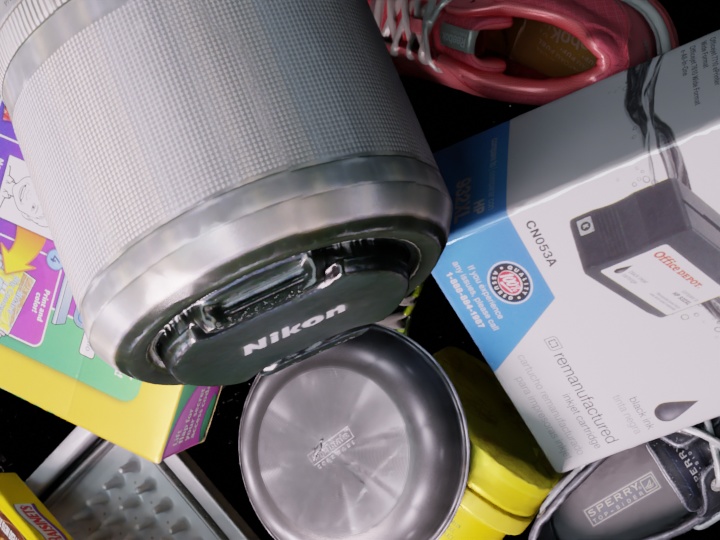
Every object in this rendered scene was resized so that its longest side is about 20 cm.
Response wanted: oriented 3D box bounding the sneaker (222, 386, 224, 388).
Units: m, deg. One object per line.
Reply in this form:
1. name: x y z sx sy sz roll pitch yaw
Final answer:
1. sneaker: -0.044 -0.022 1.067 0.088 0.077 0.201 16 112 4

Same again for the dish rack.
1. dish rack: -0.133 0.186 1.158 0.172 0.043 0.200 49 115 10

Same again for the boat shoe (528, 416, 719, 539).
1. boat shoe: 0.162 0.086 0.989 0.200 0.068 0.072 -34 86 26

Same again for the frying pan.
1. frying pan: -0.013 0.043 0.926 0.114 0.031 0.191 -13 85 24

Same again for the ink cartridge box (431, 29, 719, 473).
1. ink cartridge box: 0.147 -0.014 0.927 0.199 0.084 0.145 -23 118 20

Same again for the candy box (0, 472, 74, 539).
1. candy box: -0.161 0.194 1.078 0.200 0.026 0.103 34 118 52

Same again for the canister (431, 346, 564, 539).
1. canister: 0.006 0.145 1.008 0.086 0.149 0.200 39 103 5

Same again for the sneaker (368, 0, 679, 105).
1. sneaker: 0.049 -0.121 0.989 0.199 0.087 0.074 12 104 22

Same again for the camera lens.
1. camera lens: -0.063 -0.064 0.864 0.160 0.160 0.201 -31 71 26

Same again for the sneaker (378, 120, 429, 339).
1. sneaker: 0.000 0.000 1.018 0.083 0.071 0.201 -141 46 -58

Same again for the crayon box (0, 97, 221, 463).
1. crayon box: -0.132 -0.033 1.024 0.172 0.058 0.201 23 106 16
